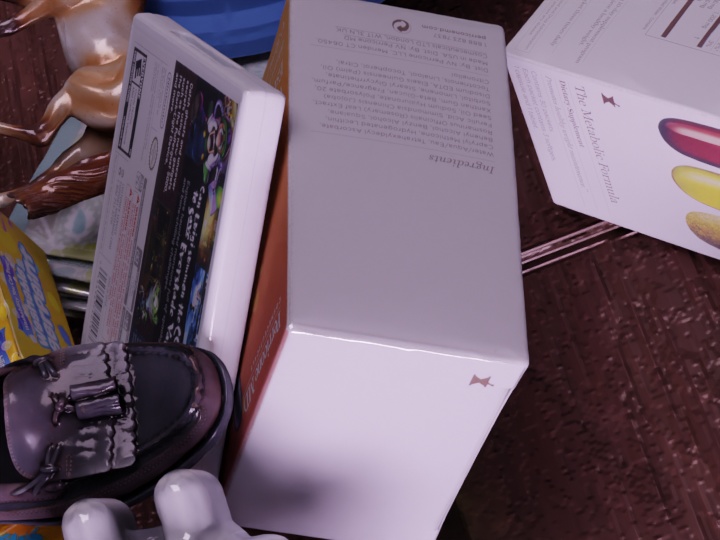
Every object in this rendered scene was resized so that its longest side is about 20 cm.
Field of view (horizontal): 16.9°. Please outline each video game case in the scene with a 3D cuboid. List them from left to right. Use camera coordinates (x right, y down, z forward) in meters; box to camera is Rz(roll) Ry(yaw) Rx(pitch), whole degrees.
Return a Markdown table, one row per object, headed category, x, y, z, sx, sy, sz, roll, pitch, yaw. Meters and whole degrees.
| category | x | y | z | sx | sy | sz | roll | pitch | yaw |
| --- | --- | --- | --- | --- | --- | --- | --- | --- | --- |
| video game case | -0.088 | -0.006 | 1.133 | 0.023 | 0.201 | 0.182 | 5 | 14 | -22 |

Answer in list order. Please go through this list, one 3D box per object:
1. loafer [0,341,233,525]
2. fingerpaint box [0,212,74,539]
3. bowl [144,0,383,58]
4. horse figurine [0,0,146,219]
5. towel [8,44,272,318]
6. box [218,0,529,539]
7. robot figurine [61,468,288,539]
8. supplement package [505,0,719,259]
| category | x | y | z | sx | sy | sz | roll | pitch | yaw |
| --- | --- | --- | --- | --- | --- | --- | --- | --- | --- |
| loafer | -0.152 | 0.074 | 1.054 | 0.199 | 0.063 | 0.072 | -17 | 65 | 23 |
| fingerpaint box | -0.214 | 0.088 | 1.177 | 0.166 | 0.073 | 0.200 | -33 | 50 | 10 |
| bowl | -0.064 | -0.186 | 1.364 | 0.200 | 0.040 | 0.201 | -10 | 34 | 7 |
| horse figurine | -0.152 | -0.107 | 1.266 | 0.132 | 0.050 | 0.201 | -15 | 58 | 2 |
| towel | -0.085 | -0.053 | 1.291 | 0.170 | 0.048 | 0.201 | 8 | 55 | 25 |
| box | 0.000 | 0.000 | 1.108 | 0.106 | 0.153 | 0.201 | 9 | 49 | -12 |
| robot figurine | -0.064 | 0.184 | 0.997 | 0.169 | 0.113 | 0.201 | -19 | 84 | 6 |
| supplement package | 0.187 | -0.077 | 1.146 | 0.199 | 0.114 | 0.110 | 20 | 60 | 36 |
